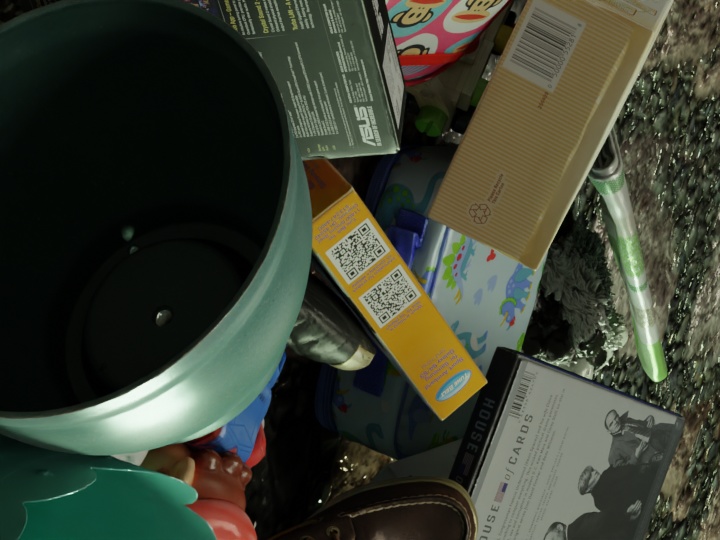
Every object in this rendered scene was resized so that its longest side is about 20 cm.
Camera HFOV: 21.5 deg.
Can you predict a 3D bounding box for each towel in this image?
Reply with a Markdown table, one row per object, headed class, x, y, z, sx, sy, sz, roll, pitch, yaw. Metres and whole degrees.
| class | x | y | z | sx | sy | sz | roll | pitch | yaw |
| --- | --- | --- | --- | --- | --- | --- | --- | --- | --- |
| towel | 0.185 | -0.036 | 1.382 | 0.150 | 0.030 | 0.201 | -91 | 166 | -51 |

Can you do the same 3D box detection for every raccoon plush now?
| class | x | y | z | sx | sy | sz | roll | pitch | yaw |
| --- | --- | --- | --- | --- | --- | --- | --- | --- | --- |
| raccoon plush | 0.166 | -0.007 | 1.426 | 0.134 | 0.096 | 0.202 | -4 | 109 | -68 |

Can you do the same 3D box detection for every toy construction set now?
| class | x | y | z | sx | sy | sz | roll | pitch | yaw |
| --- | --- | --- | --- | --- | --- | --- | --- | --- | --- |
| toy construction set | 0.063 | -0.159 | 1.153 | 0.200 | 0.092 | 0.131 | -51 | 170 | -21 |

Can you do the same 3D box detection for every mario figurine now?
| class | x | y | z | sx | sy | sz | roll | pitch | yaw |
| --- | --- | --- | --- | --- | --- | --- | --- | --- | --- |
| mario figurine | -0.099 | 0.080 | 1.048 | 0.123 | 0.106 | 0.202 | 30 | 64 | -24 |

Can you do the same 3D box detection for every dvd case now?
| class | x | y | z | sx | sy | sz | roll | pitch | yaw |
| --- | --- | --- | --- | --- | --- | --- | --- | --- | --- |
| dvd case | 0.120 | 0.140 | 1.166 | 0.199 | 0.025 | 0.152 | 22 | 88 | -48 |

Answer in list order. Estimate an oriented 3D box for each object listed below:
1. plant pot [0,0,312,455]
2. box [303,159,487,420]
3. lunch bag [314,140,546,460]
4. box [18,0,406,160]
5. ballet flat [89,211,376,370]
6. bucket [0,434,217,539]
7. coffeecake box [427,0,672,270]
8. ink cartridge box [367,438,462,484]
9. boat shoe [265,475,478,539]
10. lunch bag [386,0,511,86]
| class | x | y | z | sx | sy | sz | roll | pitch | yaw |
| --- | --- | --- | --- | --- | --- | --- | --- | --- | --- |
| plant pot | -0.105 | -0.001 | 0.842 | 0.202 | 0.199 | 0.134 | -62 | 153 | -18 |
| box | 0.000 | 0.000 | 1.064 | 0.041 | 0.119 | 0.201 | -37 | 131 | -4 |
| lunch bag | 0.049 | 0.019 | 1.235 | 0.160 | 0.082 | 0.202 | -4 | 110 | -60 |
| box | -0.074 | -0.132 | 0.858 | 0.201 | 0.158 | 0.044 | 73 | 19 | -45 |
| ballet flat | -0.074 | 0.008 | 0.993 | 0.199 | 0.067 | 0.057 | 28 | 103 | -31 |
| bucket | -0.177 | 0.162 | 0.868 | 0.207 | 0.134 | 0.209 | -35 | 134 | -46 |
| coffeecake box | 0.121 | -0.110 | 1.120 | 0.155 | 0.073 | 0.200 | -66 | 174 | 24 |
| ink cartridge box | 0.070 | 0.173 | 1.256 | 0.199 | 0.083 | 0.147 | -14 | 154 | -44 |
| boat shoe | -0.026 | 0.173 | 1.050 | 0.072 | 0.198 | 0.073 | -121 | -166 | -83 |
| lunch bag | -0.007 | -0.155 | 0.980 | 0.199 | 0.082 | 0.176 | -8 | 153 | -44 |
